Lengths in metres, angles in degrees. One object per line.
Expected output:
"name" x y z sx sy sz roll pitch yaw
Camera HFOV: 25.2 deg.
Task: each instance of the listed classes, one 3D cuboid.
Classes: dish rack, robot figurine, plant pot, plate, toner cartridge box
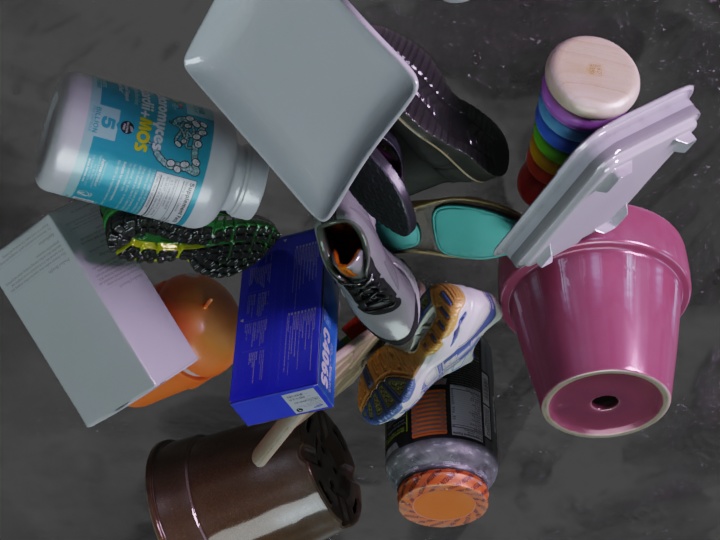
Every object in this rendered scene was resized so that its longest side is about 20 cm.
"dish rack" 0.223 -0.076 1.472 0.171 0.044 0.200 -27 163 -39
"robot figurine" -0.205 0.073 1.699 0.200 0.117 0.144 -24 107 30
"plant pot" -0.118 0.260 1.899 0.198 0.201 0.200 -24 138 17
"plate" -0.049 -0.170 1.358 0.200 0.032 0.200 48 138 10
"toner cartridge box" -0.072 0.053 1.595 0.095 0.200 0.043 -13 138 18
"plant pot" 0.240 0.060 1.622 0.199 0.179 0.200 0 143 0

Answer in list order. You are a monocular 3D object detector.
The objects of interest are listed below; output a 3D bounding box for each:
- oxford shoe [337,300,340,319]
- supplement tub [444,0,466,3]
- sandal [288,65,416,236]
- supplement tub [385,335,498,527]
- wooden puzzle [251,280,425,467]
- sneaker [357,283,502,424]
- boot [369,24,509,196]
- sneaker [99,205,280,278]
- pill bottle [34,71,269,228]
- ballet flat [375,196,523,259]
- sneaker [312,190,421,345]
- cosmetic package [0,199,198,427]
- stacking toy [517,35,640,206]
"oxford shoe" -0.083 0.087 1.747 0.075 0.058 0.200 34 139 -3
"supplement tub" 0.018 -0.293 1.192 0.200 0.132 0.132 22 138 -24
"sandal" -0.004 -0.121 1.417 0.201 0.048 0.075 54 158 0
"supplement tub" 0.087 0.168 1.749 0.122 0.200 0.123 1 144 1
"wooden puzzle" -0.032 0.100 1.697 0.046 0.200 0.185 44 138 6
"sneaker" 0.074 0.095 1.674 0.088 0.075 0.200 5 139 -39
"boot" 0.022 -0.129 1.468 0.138 0.078 0.200 -17 133 40
"sneaker" -0.163 -0.052 1.570 0.200 0.085 0.078 13 132 -40
"pill bottle" -0.187 -0.104 1.465 0.199 0.111 0.111 14 141 -19
"ballet flat" 0.068 -0.050 1.575 0.199 0.063 0.069 0 121 8
"sneaker" 0.000 0.000 1.531 0.074 0.079 0.200 -14 126 18
"cosmetic package" -0.265 0.040 1.591 0.113 0.081 0.200 -29 94 34
"stacking toy" 0.185 -0.122 1.470 0.085 0.086 0.200 7 148 -8
